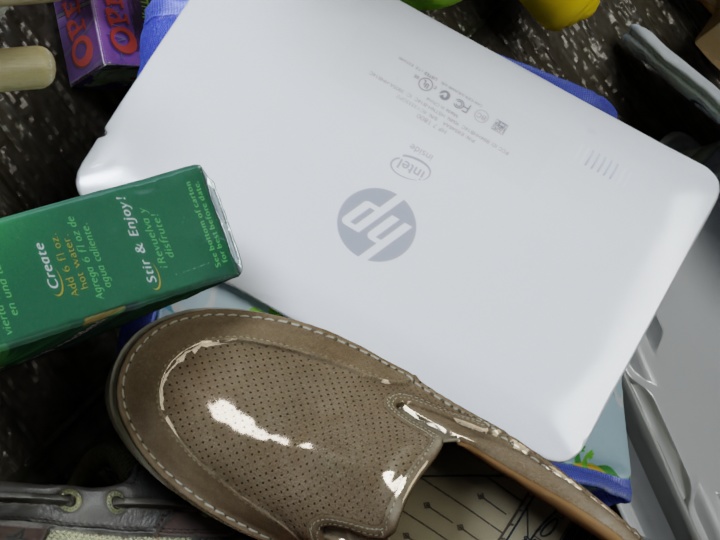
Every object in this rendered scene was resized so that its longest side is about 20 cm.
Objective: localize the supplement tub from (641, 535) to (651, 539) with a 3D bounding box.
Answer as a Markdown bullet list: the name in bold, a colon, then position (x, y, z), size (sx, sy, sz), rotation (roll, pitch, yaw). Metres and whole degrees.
- **supplement tub**: position (0.035, 0.164, 0.999), size (0.200, 0.122, 0.123), rotation (-6, 75, -44)

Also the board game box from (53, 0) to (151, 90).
- **board game box**: position (-0.080, -0.166, 1.113), size (0.120, 0.032, 0.200), rotation (4, 69, -46)

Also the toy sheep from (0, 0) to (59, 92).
- **toy sheep**: position (-0.174, -0.119, 0.932), size (0.138, 0.138, 0.200), rotation (11, 49, -40)

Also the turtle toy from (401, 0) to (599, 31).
- **turtle toy**: position (0.070, -0.180, 1.188), size (0.200, 0.101, 0.146), rotation (-42, 91, -17)

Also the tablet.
- **tablet**: position (0.015, -0.030, 0.986), size (0.200, 0.014, 0.130), rotation (29, 66, 5)

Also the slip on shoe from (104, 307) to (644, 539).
- **slip on shoe**: position (0.009, 0.070, 0.922), size (0.200, 0.061, 0.076), rotation (31, 77, 2)

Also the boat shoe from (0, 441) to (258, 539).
- **boat shoe**: position (-0.080, 0.090, 0.961), size (0.200, 0.073, 0.065), rotation (-3, 76, -43)

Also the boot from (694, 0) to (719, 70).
- **boot**: position (0.158, -0.190, 1.331), size (0.201, 0.071, 0.144), rotation (52, 36, -9)

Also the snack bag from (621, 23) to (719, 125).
- **snack bag**: position (0.220, -0.029, 1.249), size (0.188, 0.021, 0.200), rotation (35, 8, -29)

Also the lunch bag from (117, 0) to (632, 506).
- **lunch bag**: position (0.000, 0.000, 1.042), size (0.200, 0.127, 0.170), rotation (17, 61, -33)

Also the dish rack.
- **dish rack**: position (0.155, 0.038, 1.196), size (0.200, 0.043, 0.172), rotation (-40, 109, -54)

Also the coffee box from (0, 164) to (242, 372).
- **coffee box**: position (-0.149, 0.021, 0.895), size (0.200, 0.123, 0.044), rotation (-19, 88, -47)
